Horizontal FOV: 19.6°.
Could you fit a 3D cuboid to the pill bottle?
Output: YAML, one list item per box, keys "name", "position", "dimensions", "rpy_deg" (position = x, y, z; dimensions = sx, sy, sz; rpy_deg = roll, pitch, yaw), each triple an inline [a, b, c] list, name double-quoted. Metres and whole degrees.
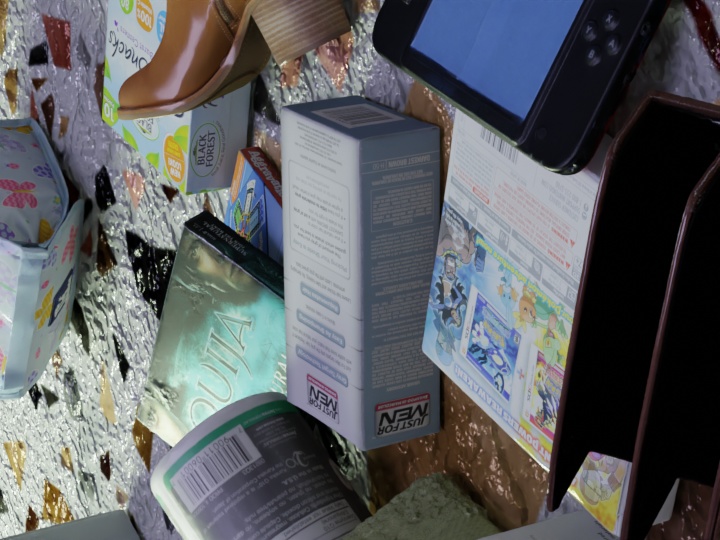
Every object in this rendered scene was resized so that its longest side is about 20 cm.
- name: "pill bottle"
  position: [-0.041, 0.189, 1.371]
  dimensions: [0.200, 0.113, 0.113]
  rpy_deg: [54, 145, 17]

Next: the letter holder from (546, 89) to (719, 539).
- name: "letter holder"
  position: [0.143, 0.043, 0.949]
  dimensions: [0.100, 0.142, 0.200]
  rpy_deg: [17, 121, 18]

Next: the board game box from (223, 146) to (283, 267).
- name: "board game box"
  position: [-0.074, 0.021, 1.485]
  dimensions: [0.103, 0.019, 0.200]
  rpy_deg: [52, 142, 36]

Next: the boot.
- name: "boot"
  position: [-0.108, -0.191, 1.355]
  dimensions: [0.200, 0.074, 0.155]
  rpy_deg: [-23, 96, 33]

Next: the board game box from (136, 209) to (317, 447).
- name: "board game box"
  position: [-0.087, 0.071, 1.466]
  dimensions: [0.135, 0.028, 0.200]
  rpy_deg: [36, 134, 20]

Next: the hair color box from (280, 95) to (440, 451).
- name: "hair color box"
  position: [0.000, 0.000, 1.304]
  dimensions: [0.099, 0.061, 0.200]
  rpy_deg: [28, 123, 55]

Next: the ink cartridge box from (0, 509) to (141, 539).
- name: "ink cartridge box"
  position: [-0.251, 0.336, 1.786]
  dimensions: [0.145, 0.144, 0.200]
  rpy_deg: [52, 143, 38]

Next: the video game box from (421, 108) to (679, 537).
- name: "video game box"
  position: [0.111, 0.013, 1.127]
  dimensions: [0.200, 0.047, 0.182]
  rpy_deg: [44, 134, 46]

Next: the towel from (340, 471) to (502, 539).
- name: "towel"
  position: [0.011, 0.215, 1.247]
  dimensions: [0.148, 0.200, 0.037]
  rpy_deg: [38, 164, 50]

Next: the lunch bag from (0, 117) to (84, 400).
- name: "lunch bag"
  position: [-0.305, -0.008, 1.783]
  dimensions: [0.200, 0.127, 0.170]
  rpy_deg: [-120, 35, -48]

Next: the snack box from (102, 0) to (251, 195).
- name: "snack box"
  position: [-0.129, -0.174, 1.477]
  dimensions: [0.142, 0.053, 0.200]
  rpy_deg: [42, 134, 48]

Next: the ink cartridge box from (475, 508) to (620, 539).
- name: "ink cartridge box"
  position: [0.062, 0.229, 1.132]
  dimensions: [0.084, 0.200, 0.145]
  rpy_deg: [41, 134, 48]

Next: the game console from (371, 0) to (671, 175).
- name: "game console"
  position: [0.056, -0.170, 1.070]
  dimensions: [0.200, 0.119, 0.173]
  rpy_deg: [41, 109, 49]
